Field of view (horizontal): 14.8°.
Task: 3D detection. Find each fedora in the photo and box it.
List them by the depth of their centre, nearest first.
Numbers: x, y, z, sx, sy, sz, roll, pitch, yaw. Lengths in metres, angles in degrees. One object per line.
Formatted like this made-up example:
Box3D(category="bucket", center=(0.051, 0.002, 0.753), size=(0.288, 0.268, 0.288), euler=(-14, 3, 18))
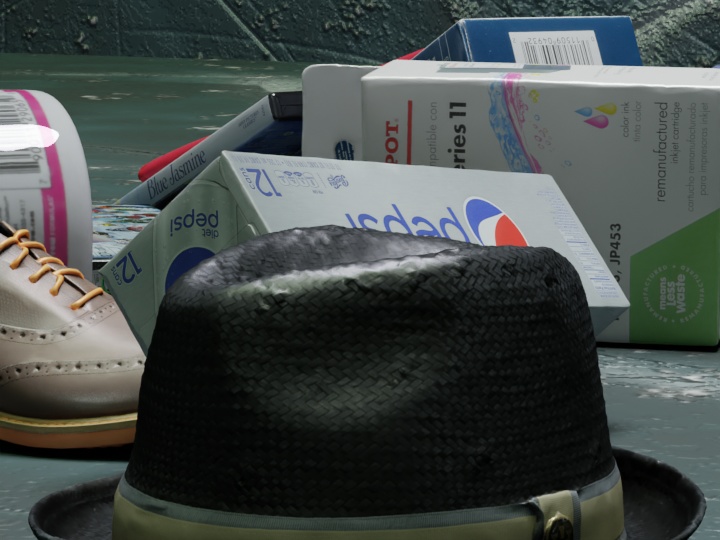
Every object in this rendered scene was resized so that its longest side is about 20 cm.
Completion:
Box3D(category="fedora", center=(0.003, 0.036, 0.796), size=(0.200, 0.092, 0.201), euler=(0, 7, 0))

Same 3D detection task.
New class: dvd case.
Box3D(category="dvd case", center=(-0.039, -0.055, 1.472), size=(0.143, 0.018, 0.200), euler=(-5, -16, -36))

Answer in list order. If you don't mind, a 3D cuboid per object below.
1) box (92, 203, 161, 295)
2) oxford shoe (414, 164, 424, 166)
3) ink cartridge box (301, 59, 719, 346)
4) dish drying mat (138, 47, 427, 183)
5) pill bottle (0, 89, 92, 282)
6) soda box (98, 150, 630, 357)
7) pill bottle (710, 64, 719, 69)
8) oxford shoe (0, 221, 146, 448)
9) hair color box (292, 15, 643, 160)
Box3D(category="box", center=(-0.140, 0.000, 1.269), size=(0.137, 0.040, 0.200), euler=(-3, 8, -17))
Box3D(category="oxford shoe", center=(0.000, 0.000, 1.116), size=(0.073, 0.084, 0.200), euler=(9, 13, 41))
Box3D(category="ink cartridge box", center=(0.063, -0.032, 1.221), size=(0.200, 0.117, 0.067), euler=(2, 11, 13))
Box3D(category="dish drying mat", center=(-0.018, -0.080, 1.466), size=(0.200, 0.018, 0.077), euler=(-19, -12, 27))
Box3D(category="pill bottle", center=(-0.214, -0.012, 1.075), size=(0.200, 0.113, 0.113), euler=(-3, 8, -23))
Box3D(category="soda box", center=(0.007, 0.007, 0.955), size=(0.068, 0.063, 0.200), euler=(-42, -24, 27))
Box3D(category="pill bottle", center=(0.199, -0.050, 1.398), size=(0.112, 0.112, 0.200), euler=(2, 8, 11))
Box3D(category="oxford shoe", center=(-0.116, 0.021, 0.979), size=(0.200, 0.073, 0.071), euler=(3, 7, 13))
Box3D(category="hair color box", center=(0.048, -0.059, 1.364), size=(0.100, 0.061, 0.200), euler=(-4, -17, -30))
